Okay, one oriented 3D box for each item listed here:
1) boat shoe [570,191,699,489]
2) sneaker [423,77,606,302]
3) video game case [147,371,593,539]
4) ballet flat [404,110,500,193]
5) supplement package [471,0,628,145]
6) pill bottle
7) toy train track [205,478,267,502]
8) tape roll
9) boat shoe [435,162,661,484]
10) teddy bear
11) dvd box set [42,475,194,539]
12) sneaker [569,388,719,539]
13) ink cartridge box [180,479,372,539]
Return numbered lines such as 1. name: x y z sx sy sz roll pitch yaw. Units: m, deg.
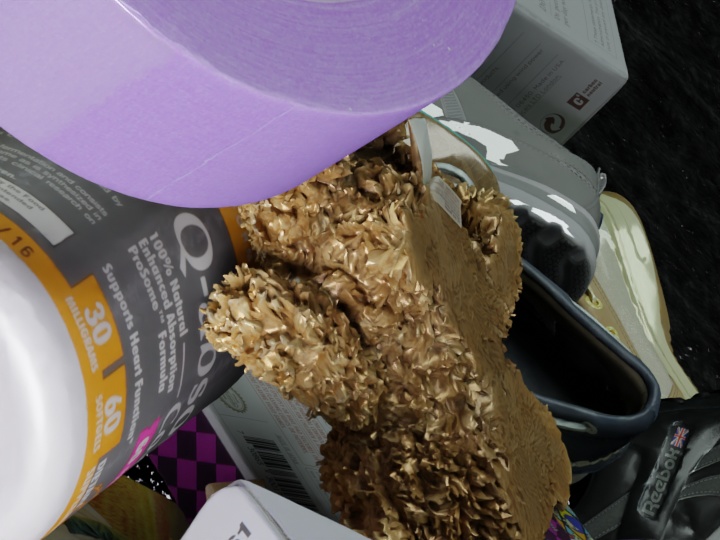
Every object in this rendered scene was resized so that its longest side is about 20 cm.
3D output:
1. boat shoe: 0.098 0.060 1.203 0.066 0.074 0.201 -1 56 -27
2. sneaker: 0.009 -0.054 1.189 0.199 0.075 0.082 31 38 -2
3. video game case: -0.011 0.056 1.049 0.181 0.036 0.200 15 29 -44
4. ballet flat: -0.045 -0.052 1.114 0.199 0.068 0.072 29 31 5
5. supplement package: -0.001 -0.126 1.250 0.199 0.117 0.117 31 32 -26
6. pill bottle: -0.093 0.004 0.896 0.116 0.116 0.200 47 32 3
7. toy train track: -0.063 0.124 0.868 0.199 0.032 0.115 -1 68 -44
8. tape roll: -0.048 -0.121 0.786 0.199 0.065 0.201 23 54 -36
9. boat shoe: 0.018 0.004 1.043 0.200 0.062 0.075 40 57 -5
10. teddy bear: 0.000 0.000 0.899 0.201 0.066 0.145 62 30 -29
11. dvd box set: -0.064 0.131 0.923 0.199 0.029 0.147 31 31 -25
12. sneaker: 0.131 0.069 1.126 0.087 0.076 0.200 41 70 9
13. ink cartridge box: 0.010 0.167 0.822 0.199 0.145 0.085 30 9 -34
